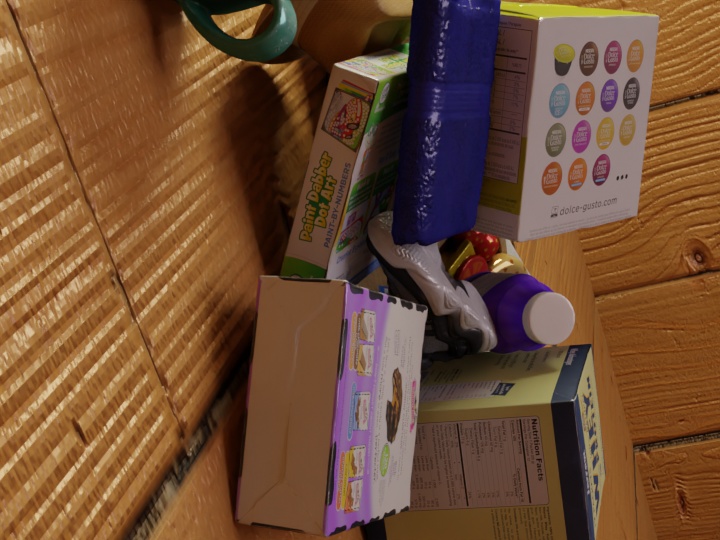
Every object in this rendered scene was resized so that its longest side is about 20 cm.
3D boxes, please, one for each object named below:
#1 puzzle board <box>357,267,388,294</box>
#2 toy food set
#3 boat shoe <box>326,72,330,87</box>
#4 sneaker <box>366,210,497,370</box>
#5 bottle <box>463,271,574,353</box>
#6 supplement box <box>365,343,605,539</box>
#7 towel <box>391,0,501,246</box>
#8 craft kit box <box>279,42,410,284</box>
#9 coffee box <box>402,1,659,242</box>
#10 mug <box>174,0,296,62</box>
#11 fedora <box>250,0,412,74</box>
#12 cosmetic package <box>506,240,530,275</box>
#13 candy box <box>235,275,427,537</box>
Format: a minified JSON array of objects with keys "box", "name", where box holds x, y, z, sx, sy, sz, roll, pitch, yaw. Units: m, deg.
[{"box":[0.000,0.000,1.122,0.151,0.017,0.203,9,70,-73],"name":"puzzle board"},{"box":[0.115,0.034,1.267,0.199,0.048,0.201,-51,142,-23],"name":"toy food set"},{"box":[-0.008,-0.231,1.187,0.074,0.074,0.200,61,14,-10],"name":"boat shoe"},{"box":[0.035,0.034,0.994,0.200,0.113,0.076,44,22,-45],"name":"sneaker"},{"box":[0.145,0.041,1.105,0.066,0.083,0.200,58,-14,-10],"name":"bottle"},{"box":[0.117,0.163,1.048,0.200,0.197,0.136,-35,118,-71],"name":"supplement box"},{"box":[0.064,-0.128,0.922,0.147,0.049,0.203,-18,115,-63],"name":"towel"},{"box":[0.005,-0.084,0.956,0.200,0.048,0.200,-37,148,-65],"name":"craft kit box"},{"box":[0.143,-0.156,1.092,0.198,0.199,0.201,-12,112,-43],"name":"coffee box"},{"box":[-0.105,-0.251,0.798,0.187,0.113,0.153,-84,156,-44],"name":"mug"},{"box":[-0.004,-0.219,0.961,0.082,0.200,0.200,49,16,7],"name":"fedora"},{"box":[0.159,0.011,1.478,0.200,0.100,0.075,47,35,-60],"name":"cosmetic package"},{"box":[-0.015,0.100,0.847,0.200,0.070,0.171,20,75,-70],"name":"candy box"}]
